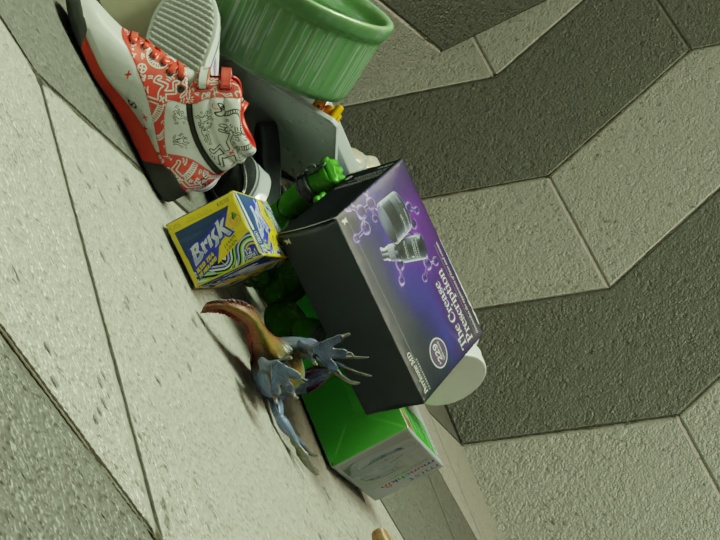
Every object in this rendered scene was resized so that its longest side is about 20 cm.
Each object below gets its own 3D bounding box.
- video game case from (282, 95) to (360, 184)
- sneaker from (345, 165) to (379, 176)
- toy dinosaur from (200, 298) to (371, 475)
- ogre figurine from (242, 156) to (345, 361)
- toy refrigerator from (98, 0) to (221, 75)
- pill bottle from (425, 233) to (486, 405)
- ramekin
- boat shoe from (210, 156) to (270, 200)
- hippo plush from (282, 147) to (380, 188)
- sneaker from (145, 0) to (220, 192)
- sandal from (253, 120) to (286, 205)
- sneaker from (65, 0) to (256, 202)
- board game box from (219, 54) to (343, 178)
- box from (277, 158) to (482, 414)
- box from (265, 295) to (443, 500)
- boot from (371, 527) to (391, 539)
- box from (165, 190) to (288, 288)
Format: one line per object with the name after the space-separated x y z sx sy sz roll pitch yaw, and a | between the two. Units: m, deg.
-0.083 -0.160 1.761 0.182 0.023 0.200 23 -23 30 | video game case
-0.025 -0.043 1.702 0.076 0.200 0.088 42 25 -49 | sneaker
-0.062 0.079 1.355 0.200 0.105 0.181 51 -14 -10 | toy dinosaur
-0.056 0.000 1.507 0.098 0.120 0.200 -23 95 -51 | ogre figurine
-0.204 -0.235 1.539 0.200 0.070 0.076 61 9 -24 | toy refrigerator
0.065 0.046 1.638 0.109 0.109 0.200 59 7 -49 | pill bottle
-0.075 -0.260 1.567 0.200 0.098 0.200 26 18 -9 | ramekin
-0.147 -0.119 1.607 0.066 0.070 0.200 39 21 -30 | boat shoe
-0.067 -0.065 1.936 0.159 0.200 0.161 9 75 -46 | hippo plush
-0.166 -0.175 1.478 0.114 0.072 0.201 65 26 -67 | sneaker
-0.088 -0.064 1.647 0.076 0.043 0.201 -163 -109 -75 | sandal
-0.168 -0.169 1.305 0.202 0.108 0.067 63 4 -16 | sneaker
-0.105 -0.178 1.678 0.200 0.026 0.200 32 -18 10 | board game box
0.023 0.015 1.442 0.141 0.079 0.200 -43 112 -47 | box
-0.006 0.131 1.640 0.200 0.097 0.176 65 6 26 | box
0.064 0.339 1.465 0.200 0.068 0.188 66 5 29 | boot
-0.116 -0.026 1.364 0.064 0.070 0.200 64 4 2 | box
